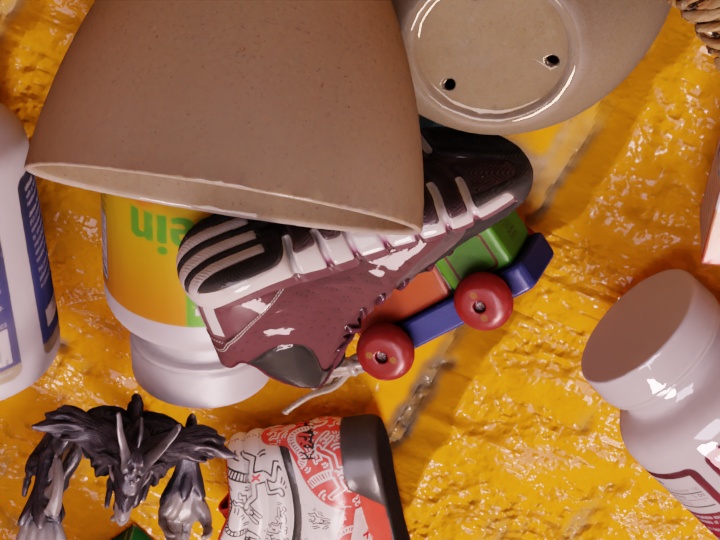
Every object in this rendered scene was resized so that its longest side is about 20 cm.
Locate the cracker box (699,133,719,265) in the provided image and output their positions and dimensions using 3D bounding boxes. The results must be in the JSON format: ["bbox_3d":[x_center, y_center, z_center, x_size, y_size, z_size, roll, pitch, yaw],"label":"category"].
[{"bbox_3d":[0.271,-0.087,1.640,0.134,0.058,0.200,9,124,-1],"label":"cracker box"}]

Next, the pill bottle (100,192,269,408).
[{"bbox_3d":[-0.090,-0.026,1.685,0.111,0.111,0.200,3,124,3],"label":"pill bottle"}]

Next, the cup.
[{"bbox_3d":[-0.058,-0.104,1.496,0.200,0.200,0.144,8,87,0],"label":"cup"}]

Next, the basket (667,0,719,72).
[{"bbox_3d":[0.247,-0.173,1.498,0.149,0.200,0.143,42,147,-23],"label":"basket"}]

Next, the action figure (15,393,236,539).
[{"bbox_3d":[-0.140,0.123,1.743,0.119,0.200,0.102,4,85,-12],"label":"action figure"}]

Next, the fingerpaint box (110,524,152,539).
[{"bbox_3d":[-0.191,0.274,1.843,0.167,0.200,0.073,-34,113,25],"label":"fingerpaint box"}]

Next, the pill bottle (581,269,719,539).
[{"bbox_3d":[0.224,0.094,1.734,0.113,0.113,0.200,-36,114,25],"label":"pill bottle"}]

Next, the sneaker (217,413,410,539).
[{"bbox_3d":[-0.026,0.178,1.845,0.108,0.067,0.202,-5,120,10],"label":"sneaker"}]

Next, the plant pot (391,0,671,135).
[{"bbox_3d":[0.072,-0.148,1.574,0.200,0.135,0.201,2,125,4],"label":"plant pot"}]

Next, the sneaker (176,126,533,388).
[{"bbox_3d":[0.002,-0.001,1.642,0.200,0.076,0.116,-18,134,-6],"label":"sneaker"}]

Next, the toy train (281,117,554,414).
[{"bbox_3d":[0.000,0.000,1.721,0.200,0.085,0.116,-28,102,28],"label":"toy train"}]

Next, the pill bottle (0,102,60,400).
[{"bbox_3d":[-0.236,-0.032,1.696,0.111,0.111,0.200,-1,123,6],"label":"pill bottle"}]
